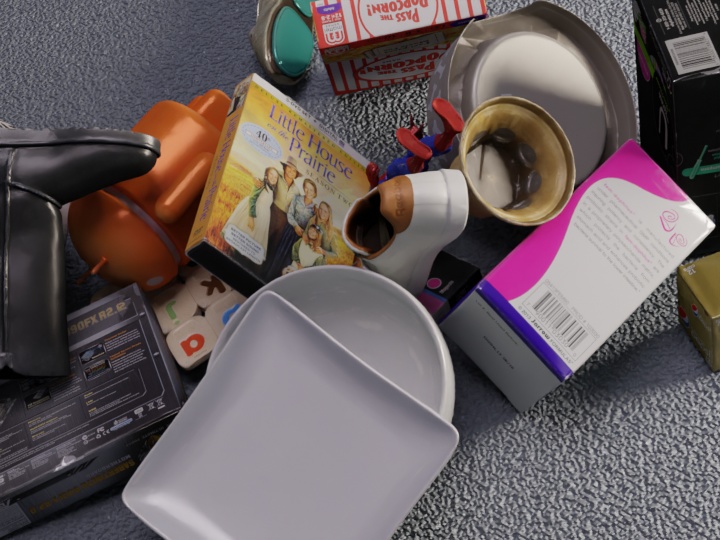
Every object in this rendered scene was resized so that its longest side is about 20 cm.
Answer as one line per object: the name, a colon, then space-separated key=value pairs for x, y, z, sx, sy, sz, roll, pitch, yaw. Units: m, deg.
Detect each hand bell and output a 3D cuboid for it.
hand bell: x=0.079 y=-0.058 z=1.515 sx=0.104 sy=0.200 sz=0.105 roll=8 pitch=71 yaw=-25

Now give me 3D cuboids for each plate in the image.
plate: x=-0.051 y=0.149 z=1.393 sx=0.200 sy=0.032 sz=0.200 roll=35 pitch=90 yaw=23

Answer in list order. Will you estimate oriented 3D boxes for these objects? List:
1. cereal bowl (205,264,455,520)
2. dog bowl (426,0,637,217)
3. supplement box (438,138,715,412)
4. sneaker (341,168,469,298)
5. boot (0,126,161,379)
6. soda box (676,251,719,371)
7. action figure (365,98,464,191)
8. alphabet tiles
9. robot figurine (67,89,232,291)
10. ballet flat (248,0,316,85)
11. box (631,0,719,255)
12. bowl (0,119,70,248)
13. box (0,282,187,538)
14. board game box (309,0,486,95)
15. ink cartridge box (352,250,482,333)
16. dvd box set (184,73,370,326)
cereal bowl: x=-0.017 y=0.100 z=1.454 sx=0.199 sy=0.083 sz=0.201 roll=-5 pitch=75 yaw=19
dog bowl: x=0.144 y=-0.132 z=1.607 sx=0.200 sy=0.200 sz=0.059 roll=-50 pitch=14 yaw=-31
supplement box: x=0.173 y=0.004 z=1.491 sx=0.101 sy=0.103 sz=0.200 roll=47 pitch=65 yaw=3
sneaker: x=0.017 y=-0.028 z=1.467 sx=0.084 sy=0.200 sz=0.073 roll=-2 pitch=67 yaw=-16
boot: x=-0.245 y=-0.011 z=1.505 sx=0.164 sy=0.066 sz=0.201 roll=0 pitch=79 yaw=5
soda box: x=0.356 y=0.005 z=1.494 sx=0.199 sy=0.068 sz=0.064 roll=-21 pitch=46 yaw=-8
action figure: x=0.037 y=-0.088 z=1.568 sx=0.052 sy=0.200 sz=0.065 roll=43 pitch=71 yaw=6
alphabet tiles: x=-0.138 y=0.000 z=1.626 sx=0.200 sy=0.015 sz=0.196 roll=-34 pitch=44 yaw=-5
robot figurine: x=-0.173 y=-0.064 z=1.610 sx=0.144 sy=0.117 sz=0.200 roll=27 pitch=68 yaw=35
ballet flat: x=-0.079 y=-0.244 z=1.856 sx=0.062 sy=0.067 sz=0.201 roll=-24 pitch=34 yaw=30
box: x=0.303 y=-0.138 z=1.552 sx=0.124 sy=0.201 sz=0.149 roll=-12 pitch=45 yaw=1
bowl: x=-0.307 y=-0.038 z=1.635 sx=0.094 sy=0.201 sz=0.201 roll=10 pitch=43 yaw=-13
box: x=-0.245 y=0.115 z=1.524 sx=0.199 sy=0.048 sz=0.159 roll=-26 pitch=45 yaw=-2
board game box: x=0.038 y=-0.216 z=1.703 sx=0.151 sy=0.200 sz=0.047 roll=-12 pitch=83 yaw=3
ink cartridge box: x=0.000 y=0.000 z=1.608 sx=0.199 sy=0.037 sz=0.095 roll=25 pitch=57 yaw=34
dvd box set: x=-0.063 y=-0.053 z=1.559 sx=0.029 sy=0.146 sz=0.201 roll=-32 pitch=32 yaw=39
